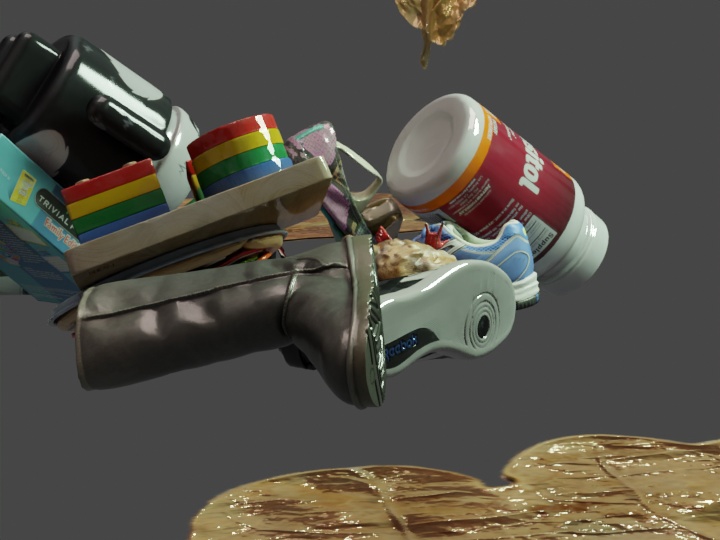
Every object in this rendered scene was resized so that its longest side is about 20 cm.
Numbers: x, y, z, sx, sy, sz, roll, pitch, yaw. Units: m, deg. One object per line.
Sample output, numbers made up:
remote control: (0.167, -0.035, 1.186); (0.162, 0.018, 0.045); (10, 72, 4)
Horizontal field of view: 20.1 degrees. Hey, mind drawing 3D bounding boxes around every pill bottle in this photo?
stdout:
pill bottle: (0.128, -0.063, 1.832); (0.200, 0.113, 0.113); (35, -15, -31)

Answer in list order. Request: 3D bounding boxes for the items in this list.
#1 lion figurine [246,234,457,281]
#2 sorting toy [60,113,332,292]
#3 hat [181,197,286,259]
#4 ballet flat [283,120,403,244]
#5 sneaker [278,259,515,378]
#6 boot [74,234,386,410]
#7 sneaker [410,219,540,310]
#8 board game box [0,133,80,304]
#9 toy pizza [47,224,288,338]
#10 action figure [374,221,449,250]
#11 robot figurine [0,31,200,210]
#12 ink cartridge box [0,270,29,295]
lion figurine: (-0.022, 0.018, 1.552); (0.199, 0.073, 0.122); (-8, -8, 24)
sorting toy: (-0.131, -0.052, 1.534); (0.198, 0.070, 0.200); (-21, -5, -7)
hat: (-0.088, 0.016, 1.799); (0.166, 0.176, 0.200); (-43, -7, 15)
ballet flat: (-0.006, -0.055, 1.809); (0.071, 0.200, 0.069); (-34, 41, -3)
sneaker: (0.018, 0.028, 1.450); (0.112, 0.073, 0.200); (6, 9, 36)
boot: (-0.085, 0.043, 1.303); (0.199, 0.073, 0.182); (-7, 25, 1)
sneaker: (0.056, -0.005, 1.772); (0.199, 0.077, 0.076); (-1, 7, 8)
board game box: (-0.290, -0.042, 1.738); (0.151, 0.047, 0.200); (6, -31, 47)
toy pizza: (-0.147, 0.014, 1.587); (0.200, 0.032, 0.200); (-21, -5, -2)
action figure: (0.000, 0.000, 1.637); (0.199, 0.099, 0.065); (2, 14, -2)
robot figurine: (-0.228, -0.121, 1.725); (0.200, 0.125, 0.150); (35, 26, -23)
ink cartridge box: (-0.289, -0.023, 1.932); (0.199, 0.083, 0.147); (0, 5, 0)
